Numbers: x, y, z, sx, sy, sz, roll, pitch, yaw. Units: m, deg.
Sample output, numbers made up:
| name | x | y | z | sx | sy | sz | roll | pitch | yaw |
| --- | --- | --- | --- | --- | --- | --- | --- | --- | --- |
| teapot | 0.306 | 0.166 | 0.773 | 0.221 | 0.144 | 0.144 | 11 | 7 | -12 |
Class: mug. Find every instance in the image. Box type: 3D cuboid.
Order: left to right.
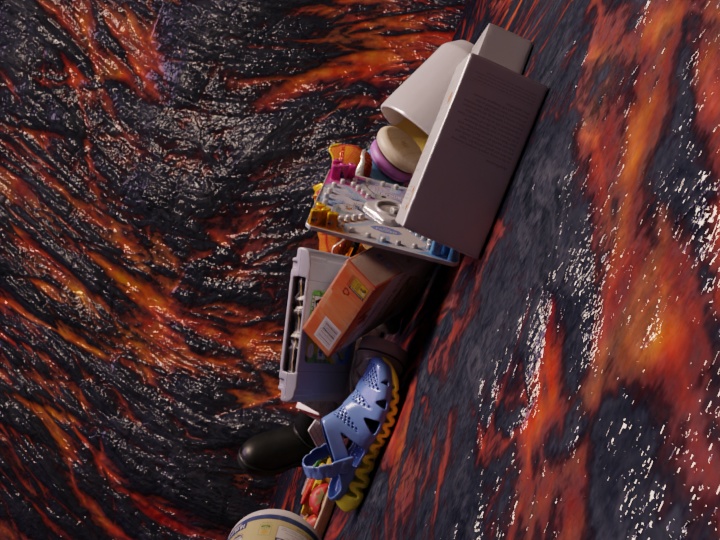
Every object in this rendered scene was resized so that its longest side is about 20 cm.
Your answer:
| name | x | y | z | sx | sy | sz | roll | pitch | yaw |
| --- | --- | --- | --- | --- | --- | --- | --- | --- | --- |
| mug | 0.129 | -0.257 | 1.435 | 0.154 | 0.149 | 0.187 | -52 | 7 | -2 |

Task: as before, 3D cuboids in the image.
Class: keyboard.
| name | x | y | z | sx | sy | sz | roll | pitch | yaw |
| --- | --- | --- | --- | --- | --- | --- | --- | --- | --- |
| keyboard | -0.019 | 0.193 | 1.494 | 0.201 | 0.010 | 0.057 | -53 | -39 | -33 |

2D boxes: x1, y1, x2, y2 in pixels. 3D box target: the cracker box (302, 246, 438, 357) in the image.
| name | x | y | z | sx | sy | sz | roll | pitch | yaw |
| --- | --- | --- | --- | --- | --- | --- | --- | --- | --- |
| cracker box | 0.025 | 0.021 | 1.262 | 0.199 | 0.058 | 0.135 | -29 | -22 | -51 |

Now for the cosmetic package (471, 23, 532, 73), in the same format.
| name | x | y | z | sx | sy | sz | roll | pitch | yaw |
| --- | --- | --- | --- | --- | --- | --- | --- | --- | --- |
| cosmetic package | 0.160 | -0.220 | 1.301 | 0.102 | 0.073 | 0.204 | 132 | 158 | -80 |

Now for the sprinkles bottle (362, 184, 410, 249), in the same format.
| name | x | y | z | sx | sy | sz | roll | pitch | yaw |
| --- | --- | --- | --- | --- | --- | --- | --- | --- | --- |
| sprinkles bottle | 0.071 | -0.087 | 1.392 | 0.199 | 0.068 | 0.069 | -37 | -23 | -51 |

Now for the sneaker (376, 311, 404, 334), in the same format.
| name | x | y | z | sx | sy | sz | roll | pitch | yaw |
| --- | --- | --- | --- | --- | --- | --- | --- | --- | --- |
| sneaker | 0.048 | 0.030 | 1.558 | 0.201 | 0.074 | 0.080 | -75 | 10 | -62 |

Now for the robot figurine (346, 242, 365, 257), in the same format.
| name | x | y | z | sx | sy | sz | roll | pitch | yaw |
| --- | --- | --- | --- | --- | --- | --- | --- | --- | --- |
| robot figurine | 0.000 | 0.000 | 1.445 | 0.144 | 0.058 | 0.202 | -33 | 25 | 41 |

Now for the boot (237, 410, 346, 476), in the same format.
| name | x | y | z | sx | sy | sz | roll | pitch | yaw |
| --- | --- | --- | --- | --- | --- | --- | --- | --- | --- |
| boot | -0.098 | 0.259 | 1.592 | 0.074 | 0.195 | 0.164 | 56 | 132 | 39 |

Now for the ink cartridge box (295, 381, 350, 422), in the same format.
| name | x | y | z | sx | sy | sz | roll | pitch | yaw |
| --- | --- | --- | --- | --- | --- | --- | --- | --- | --- |
| ink cartridge box | -0.043 | 0.167 | 1.404 | 0.200 | 0.050 | 0.111 | 40 | -114 | -51 |

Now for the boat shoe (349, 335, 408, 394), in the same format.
| name | x | y | z | sx | sy | sz | roll | pitch | yaw |
| --- | --- | --- | --- | --- | --- | --- | --- | --- | --- |
| boat shoe | 0.012 | 0.155 | 1.314 | 0.202 | 0.073 | 0.087 | 116 | 176 | -69 |

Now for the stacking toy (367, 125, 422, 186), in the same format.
| name | x | y | z | sx | sy | sz | roll | pitch | yaw |
| --- | --- | --- | --- | --- | --- | --- | --- | --- | --- |
| stacking toy | 0.008 | -0.121 | 1.450 | 0.200 | 0.085 | 0.086 | -48 | 13 | 30 |

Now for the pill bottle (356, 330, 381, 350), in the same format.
| name | x | y | z | sx | sy | sz | roll | pitch | yaw |
| --- | --- | --- | --- | --- | --- | --- | --- | --- | --- |
| pill bottle | -0.038 | 0.167 | 1.775 | 0.114 | 0.112 | 0.204 | 174 | 118 | -87 |

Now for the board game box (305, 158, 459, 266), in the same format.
| name | x | y | z | sx | sy | sz | roll | pitch | yaw |
| --- | --- | --- | --- | --- | --- | --- | --- | --- | --- |
| board game box | 0.040 | -0.082 | 1.252 | 0.201 | 0.196 | 0.026 | -74 | -3 | -62 |

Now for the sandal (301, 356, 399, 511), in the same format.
| name | x | y | z | sx | sy | sz | roll | pitch | yaw |
| --- | --- | --- | --- | --- | --- | --- | --- | --- | --- |
| sandal | -0.013 | 0.204 | 1.213 | 0.204 | 0.086 | 0.079 | -69 | 17 | 0 |

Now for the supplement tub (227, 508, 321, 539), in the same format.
| name | x | y | z | sx | sy | sz | roll | pitch | yaw |
| --- | --- | --- | --- | --- | --- | --- | --- | --- | --- |
| supplement tub | -0.126 | 0.427 | 1.233 | 0.201 | 0.142 | 0.146 | -74 | 7 | -64 |

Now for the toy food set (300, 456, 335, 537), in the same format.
| name | x | y | z | sx | sy | sz | roll | pitch | yaw |
| --- | --- | --- | --- | --- | --- | --- | --- | --- | --- |
| toy food set | -0.077 | 0.386 | 1.562 | 0.199 | 0.048 | 0.202 | -73 | 4 | -56 |

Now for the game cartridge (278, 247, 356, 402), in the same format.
| name | x | y | z | sx | sy | sz | roll | pitch | yaw |
| --- | --- | --- | --- | --- | --- | --- | --- | --- | --- |
| game cartridge | -0.052 | 0.077 | 1.297 | 0.133 | 0.040 | 0.205 | 9 | -94 | -59 |

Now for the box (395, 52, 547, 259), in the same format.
| name | x | y | z | sx | sy | sz | roll | pitch | yaw |
| --- | --- | --- | --- | --- | --- | --- | --- | --- | --- |
| box | 0.122 | -0.129 | 1.090 | 0.124 | 0.096 | 0.203 | -103 | 35 | -84 |

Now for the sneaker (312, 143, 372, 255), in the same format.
| name | x | y | z | sx | sy | sz | roll | pitch | yaw |
| --- | --- | --- | --- | --- | --- | --- | --- | --- | --- |
| sneaker | -0.038 | -0.088 | 1.403 | 0.073 | 0.076 | 0.204 | -29 | -45 | -72 |
